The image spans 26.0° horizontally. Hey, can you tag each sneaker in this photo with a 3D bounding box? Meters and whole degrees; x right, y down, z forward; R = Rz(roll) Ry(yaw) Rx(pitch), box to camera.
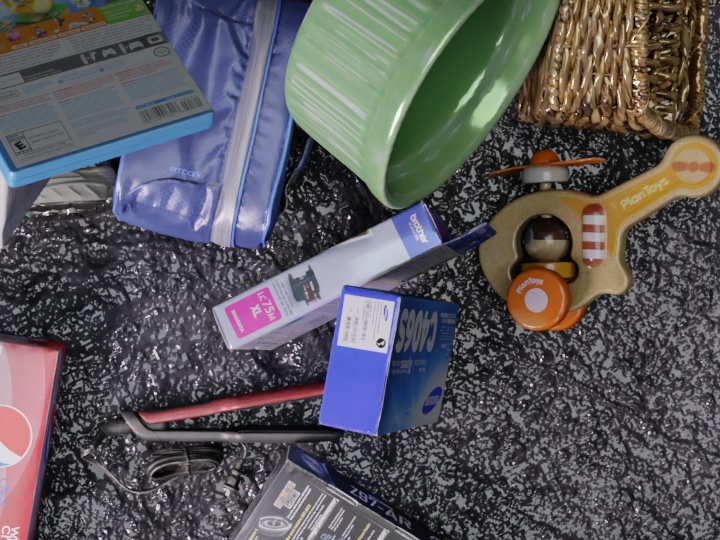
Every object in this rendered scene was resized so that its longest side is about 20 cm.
[{"bbox_3d":[-0.281,-0.080,1.154,0.200,0.078,0.086,-3,79,-12],"label":"sneaker"}]

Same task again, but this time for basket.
[{"bbox_3d":[0.207,-0.201,1.152,0.149,0.143,0.200,6,91,-4],"label":"basket"}]

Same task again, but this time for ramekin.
[{"bbox_3d":[0.039,-0.150,1.048,0.098,0.200,0.200,36,87,16],"label":"ramekin"}]

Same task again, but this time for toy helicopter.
[{"bbox_3d":[0.177,-0.048,1.165,0.200,0.079,0.132,-30,78,17],"label":"toy helicopter"}]

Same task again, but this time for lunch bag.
[{"bbox_3d":[-0.095,-0.117,1.129,0.132,0.136,0.200,12,88,-6],"label":"lunch bag"}]

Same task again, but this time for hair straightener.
[{"bbox_3d":[-0.109,0.134,1.177,0.200,0.041,0.077,-8,92,-11],"label":"hair straightener"}]

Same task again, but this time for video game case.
[{"bbox_3d":[-0.204,-0.152,1.025,0.143,0.018,0.200,-20,63,-26],"label":"video game case"}]

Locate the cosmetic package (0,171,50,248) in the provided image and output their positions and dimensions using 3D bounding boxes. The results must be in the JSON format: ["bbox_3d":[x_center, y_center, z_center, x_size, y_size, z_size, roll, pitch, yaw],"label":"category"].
[{"bbox_3d":[-0.234,-0.128,1.080,0.081,0.113,0.200,23,50,2],"label":"cosmetic package"}]

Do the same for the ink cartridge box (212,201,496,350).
[{"bbox_3d":[0.000,0.000,1.129,0.200,0.119,0.042,-24,84,7],"label":"ink cartridge box"}]

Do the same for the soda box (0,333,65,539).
[{"bbox_3d":[-0.266,0.149,1.150,0.063,0.070,0.200,9,90,-6],"label":"soda box"}]

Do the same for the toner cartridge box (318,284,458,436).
[{"bbox_3d":[0.024,0.063,1.110,0.043,0.200,0.095,11,91,15],"label":"toner cartridge box"}]

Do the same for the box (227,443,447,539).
[{"bbox_3d":[-0.039,0.257,1.169,0.160,0.044,0.200,32,98,-5],"label":"box"}]
